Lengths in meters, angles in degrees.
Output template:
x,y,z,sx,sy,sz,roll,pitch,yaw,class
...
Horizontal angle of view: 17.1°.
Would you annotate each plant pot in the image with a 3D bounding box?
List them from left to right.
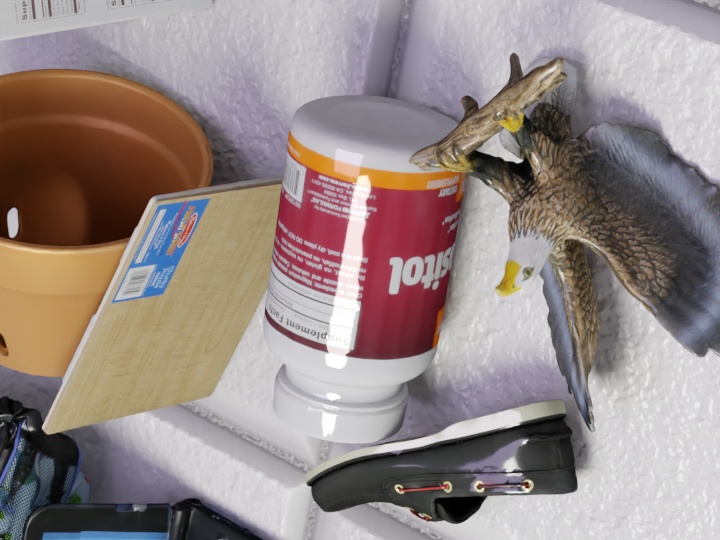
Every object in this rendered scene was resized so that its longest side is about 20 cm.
x,y,z,sx,sy,sz,roll,pitch,yaw,class
-0.202,-0.023,1.615,0.200,0.200,0.140,32,136,29,plant pot

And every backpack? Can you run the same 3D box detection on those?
x,y,z,sx,sy,sz,roll,pitch,yaw,class
-0.301,0.194,1.734,0.183,0.147,0.200,10,71,38,backpack

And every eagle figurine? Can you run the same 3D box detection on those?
x,y,z,sx,sy,sz,roll,pitch,yaw,class
0.126,-0.020,1.400,0.200,0.151,0.152,44,175,-13,eagle figurine

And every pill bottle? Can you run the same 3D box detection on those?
x,y,z,sx,sy,sz,roll,pitch,yaw,class
0.000,0.000,1.495,0.113,0.113,0.200,23,115,33,pill bottle

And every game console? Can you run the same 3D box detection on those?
x,y,z,sx,sy,sz,roll,pitch,yaw,class
-0.148,0.271,1.678,0.171,0.118,0.200,26,117,32,game console

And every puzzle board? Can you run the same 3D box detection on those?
x,y,z,sx,sy,sz,roll,pitch,yaw,class
-0.119,0.018,1.570,0.017,0.151,0.200,46,125,28,puzzle board

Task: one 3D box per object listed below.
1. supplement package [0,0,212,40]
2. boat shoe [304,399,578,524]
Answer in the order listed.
x,y,z,sx,sy,sz,roll,pitch,yaw,class
-0.226,-0.229,1.563,0.152,0.200,0.151,0,100,40,supplement package
0.047,0.131,1.513,0.201,0.074,0.063,-16,83,36,boat shoe
